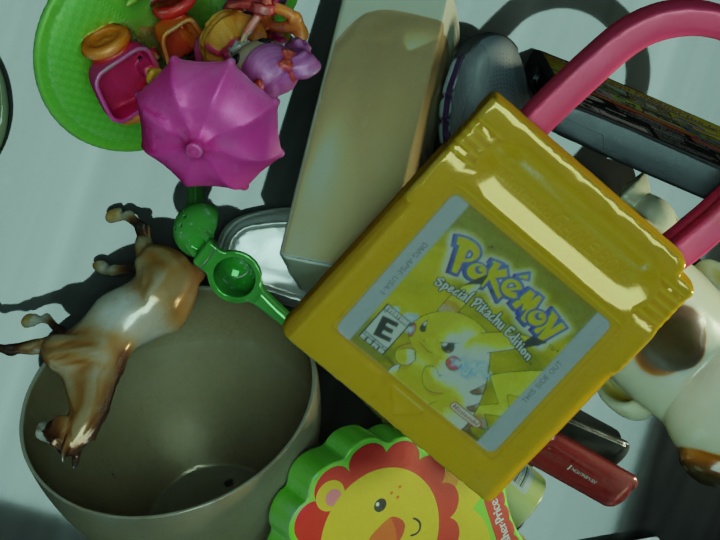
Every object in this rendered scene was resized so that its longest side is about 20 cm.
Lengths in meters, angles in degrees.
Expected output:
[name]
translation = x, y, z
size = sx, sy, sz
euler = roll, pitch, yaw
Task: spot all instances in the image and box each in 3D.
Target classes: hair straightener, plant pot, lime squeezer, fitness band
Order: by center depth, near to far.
[fitness band]
translation = 0.175, -0.075, 1.336
size = 0.200, 0.037, 0.144
euler = -43, 102, 14
[lime squeezer]
translation = -0.085, -0.006, 1.437
size = 0.038, 0.071, 0.200
euler = -43, 62, 8
[plant pot]
translation = -0.113, 0.128, 1.465
size = 0.200, 0.201, 0.135
euler = -18, 134, -2
[hair straightener]
translation = 0.106, 0.097, 1.527
size = 0.200, 0.077, 0.041
euler = 24, 124, -20

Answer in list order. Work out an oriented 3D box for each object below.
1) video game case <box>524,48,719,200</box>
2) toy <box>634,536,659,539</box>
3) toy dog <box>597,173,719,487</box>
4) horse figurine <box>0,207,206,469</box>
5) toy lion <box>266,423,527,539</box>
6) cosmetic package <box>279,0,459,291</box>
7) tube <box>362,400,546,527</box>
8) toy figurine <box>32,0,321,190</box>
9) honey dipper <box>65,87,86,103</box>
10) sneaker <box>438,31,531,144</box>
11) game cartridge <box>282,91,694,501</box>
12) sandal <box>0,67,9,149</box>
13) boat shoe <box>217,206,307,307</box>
[video game case]
translation = 0.210, -0.083, 1.447
size = 0.199, 0.181, 0.026
euler = 22, 105, -8
[toy]
translation = 0.126, 0.264, 1.562
size = 0.199, 0.047, 0.116
euler = -9, 98, -4
[toy dog]
translation = 0.219, 0.046, 1.468
size = 0.140, 0.194, 0.200
euler = -45, 91, -6
[horse figurine]
translation = -0.164, 0.028, 1.448
size = 0.200, 0.132, 0.050
euler = -42, 133, -21
[toy lion]
translation = 0.031, 0.181, 1.433
size = 0.191, 0.069, 0.200
euler = -32, 121, -21
[cosmetic package]
translation = 0.009, -0.085, 1.434
size = 0.071, 0.105, 0.201
euler = 11, 79, 9
[tube]
translation = 0.043, 0.103, 1.523
size = 0.200, 0.058, 0.052
euler = 42, 63, -14
[toy figurine]
translation = -0.089, -0.126, 1.395
size = 0.200, 0.184, 0.150
euler = -31, 125, -11
[honey dipper]
translation = -0.132, -0.193, 1.477
size = 0.200, 0.038, 0.038
euler = -46, 100, -1
[sneaker]
translation = 0.101, -0.055, 1.430
size = 0.074, 0.087, 0.201
euler = -5, 100, -31
[game cartridge]
translation = 0.080, 0.019, 1.338
size = 0.176, 0.032, 0.200
euler = 39, 108, -10
[sandal]
translation = -0.290, -0.068, 1.448
size = 0.080, 0.057, 0.202
euler = 19, 73, -2
[boat shoe]
translation = 0.000, 0.000, 1.498
size = 0.199, 0.069, 0.071
euler = 9, 98, -6
